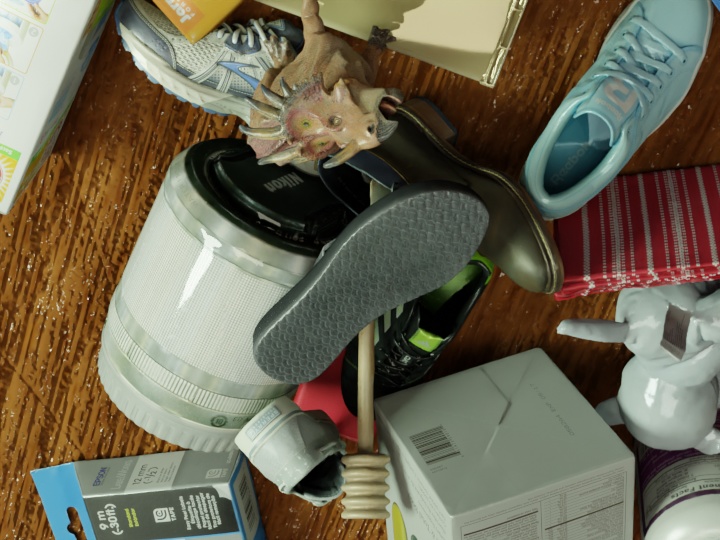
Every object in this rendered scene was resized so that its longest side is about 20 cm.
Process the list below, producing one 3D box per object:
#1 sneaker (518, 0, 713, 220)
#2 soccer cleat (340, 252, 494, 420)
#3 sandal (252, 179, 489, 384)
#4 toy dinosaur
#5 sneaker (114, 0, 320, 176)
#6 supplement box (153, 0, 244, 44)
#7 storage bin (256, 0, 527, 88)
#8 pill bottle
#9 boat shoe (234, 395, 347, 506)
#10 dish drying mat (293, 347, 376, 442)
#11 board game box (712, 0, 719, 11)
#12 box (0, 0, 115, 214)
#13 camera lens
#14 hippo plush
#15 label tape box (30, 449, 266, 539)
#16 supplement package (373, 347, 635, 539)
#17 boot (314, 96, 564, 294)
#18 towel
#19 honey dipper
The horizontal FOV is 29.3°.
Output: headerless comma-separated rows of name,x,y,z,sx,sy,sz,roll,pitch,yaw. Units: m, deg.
sneaker,0.183,-0.117,0.957,0.074,0.082,0.201,32,96,1
soccer cleat,0.040,0.047,1.062,0.067,0.081,0.201,26,117,-11
sandal,-0.001,0.000,0.936,0.200,0.043,0.076,-37,121,23
toy dinosaur,-0.038,-0.104,0.896,0.085,0.137,0.200,23,155,-12
sneaker,-0.083,-0.155,1.008,0.199,0.077,0.085,29,113,-18
supplement box,-0.052,-0.232,0.860,0.200,0.069,0.067,-39,104,25
storage bin,0.032,-0.254,0.927,0.198,0.094,0.200,20,117,-2
pill bottle,0.270,0.195,1.059,0.111,0.201,0.113,3,121,5
boat shoe,-0.042,0.151,1.069,0.070,0.201,0.072,-41,74,-2
dish drying mat,0.005,0.051,1.126,0.076,0.018,0.201,18,118,-3
board game box,0.318,-0.188,0.900,0.151,0.045,0.200,-33,139,21
box,-0.252,-0.162,0.997,0.101,0.113,0.201,26,117,-8
camera lens,-0.097,0.015,1.039,0.159,0.160,0.201,25,117,-6
hippo plush,0.254,0.061,1.014,0.158,0.200,0.162,11,128,25
label tape box,-0.187,0.238,1.217,0.198,0.066,0.145,-8,115,9
supplement package,0.111,0.199,1.074,0.149,0.152,0.202,-16,123,-15
boot,0.052,-0.039,0.971,0.096,0.200,0.075,-23,141,-24
towel,0.233,-0.032,0.984,0.198,0.145,0.023,-6,122,10
honey dipper,0.003,0.084,1.037,0.038,0.038,0.202,-2,78,8
